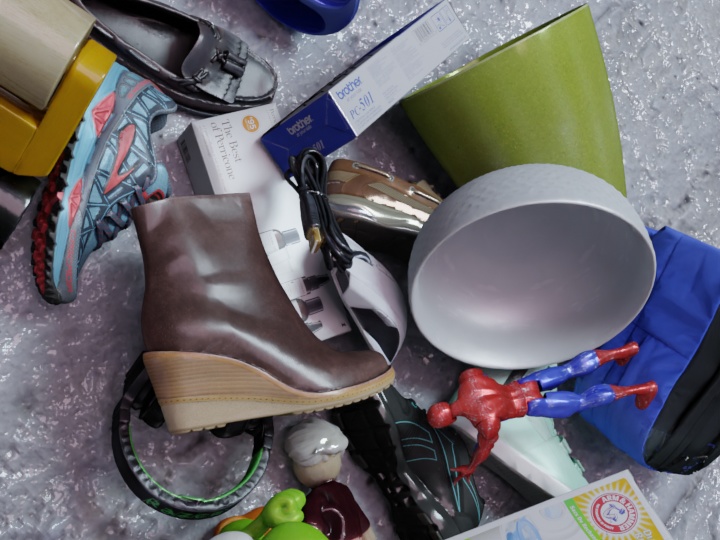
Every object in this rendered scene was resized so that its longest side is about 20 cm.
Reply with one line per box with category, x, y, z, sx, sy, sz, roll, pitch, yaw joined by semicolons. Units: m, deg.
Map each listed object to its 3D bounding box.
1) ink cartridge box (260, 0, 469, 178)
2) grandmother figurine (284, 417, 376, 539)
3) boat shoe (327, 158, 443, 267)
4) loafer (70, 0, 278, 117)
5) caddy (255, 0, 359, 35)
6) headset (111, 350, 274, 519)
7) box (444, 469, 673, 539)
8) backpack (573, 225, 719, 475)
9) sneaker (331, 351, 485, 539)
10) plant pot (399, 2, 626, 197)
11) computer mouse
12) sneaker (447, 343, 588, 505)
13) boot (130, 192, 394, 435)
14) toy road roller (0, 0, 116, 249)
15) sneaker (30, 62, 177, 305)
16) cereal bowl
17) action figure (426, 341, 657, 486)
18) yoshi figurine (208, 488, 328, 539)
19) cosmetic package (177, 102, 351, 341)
ink cartridge box;0.008;-0.158;0.887;0.045;0.093;0.200;54;46;-11
grandmother figurine;-0.020;0.216;0.827;0.059;0.121;0.204;-17;73;11
boat shoe;0.052;-0.047;0.924;0.197;0.075;0.073;20;60;-28
loafer;-0.155;-0.182;0.859;0.197;0.063;0.073;18;71;-21
caddy;-0.069;-0.295;0.884;0.200;0.141;0.105;44;61;-9
headset;-0.121;0.084;0.797;0.121;0.094;0.203;14;56;-23
box;0.152;0.261;0.830;0.196;0.103;0.113;-18;46;-10
backpack;0.286;0.073;0.956;0.161;0.167;0.203;15;101;-38
sneaker;0.041;0.151;0.882;0.079;0.075;0.203;-35;103;-37
plant pot;0.159;-0.103;0.939;0.186;0.186;0.203;-31;100;-28
computer mouse;0.000;0.000;0.842;0.043;0.201;0.111;-25;47;4
sneaker;0.176;0.146;0.936;0.199;0.074;0.119;39;69;-11
boot;-0.068;0.024;0.772;0.197;0.072;0.170;-5;83;-31
toy road roller;-0.256;-0.133;0.736;0.122;0.201;0.147;31;31;-17
sneaker;-0.192;-0.065;0.807;0.094;0.079;0.204;19;71;-23
cereal bowl;0.134;-0.012;0.849;0.197;0.201;0.084;18;42;-21
action figure;0.136;0.116;0.860;0.196;0.100;0.066;-6;56;-24
yoshi figurine;-0.063;0.213;0.728;0.112;0.200;0.112;43;78;4
cosmetic package;-0.080;-0.031;0.868;0.081;0.050;0.204;-17;86;-29
